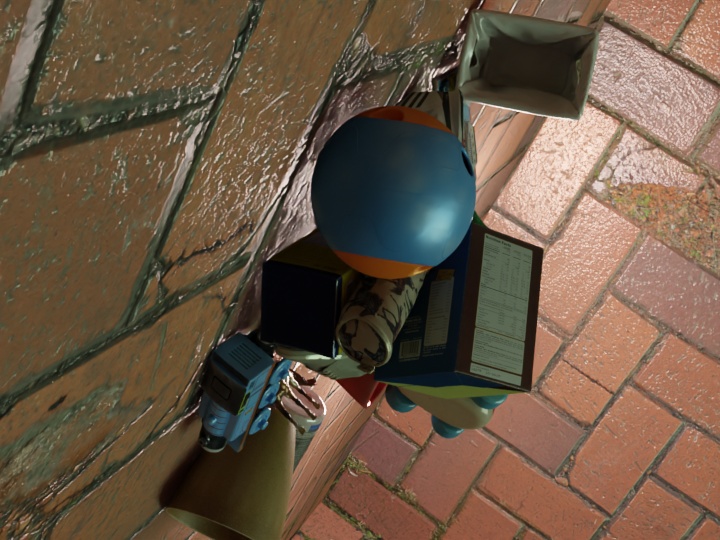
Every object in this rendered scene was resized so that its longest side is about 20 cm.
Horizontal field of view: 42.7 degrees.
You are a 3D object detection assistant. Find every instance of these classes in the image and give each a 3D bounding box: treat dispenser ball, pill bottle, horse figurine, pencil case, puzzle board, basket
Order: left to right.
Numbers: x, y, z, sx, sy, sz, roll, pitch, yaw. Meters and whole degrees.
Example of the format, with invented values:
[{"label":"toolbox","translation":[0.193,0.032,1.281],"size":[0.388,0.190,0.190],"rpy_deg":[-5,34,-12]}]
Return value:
[{"label":"pill bottle","translation":[-0.151,0.304,1.637],"size":[0.202,0.113,0.114],"rpy_deg":[-61,169,19]},{"label":"horse figurine","translation":[-0.120,0.187,1.471],"size":[0.050,0.133,0.200],"rpy_deg":[-44,-179,6]},{"label":"pencil case","translation":[0.035,0.035,1.176],"size":[0.201,0.077,0.091],"rpy_deg":[-59,139,-45]},{"label":"treat dispenser ball","translation":[0.039,-0.093,1.098],"size":[0.202,0.199,0.201],"rpy_deg":[-54,169,-15]},{"label":"puzzle board","translation":[0.157,-0.222,1.489],"size":[0.151,0.017,0.204],"rpy_deg":[-41,128,-57]},{"label":"basket","translation":[0.253,-0.313,1.419],"size":[0.123,0.196,0.138],"rpy_deg":[-44,145,-79]}]

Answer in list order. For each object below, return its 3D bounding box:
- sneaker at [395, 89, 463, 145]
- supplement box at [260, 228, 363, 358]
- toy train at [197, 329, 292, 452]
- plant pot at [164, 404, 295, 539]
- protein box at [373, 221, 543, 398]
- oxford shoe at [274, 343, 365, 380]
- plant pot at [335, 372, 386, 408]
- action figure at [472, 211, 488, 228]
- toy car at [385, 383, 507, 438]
[{"label":"sneaker","translation":[0.087,-0.162,1.292],"size":[0.076,0.113,0.204],"rpy_deg":[89,2,-65]},{"label":"supplement box","translation":[-0.041,0.021,1.232],"size":[0.200,0.107,0.112],"rpy_deg":[-38,135,-61]},{"label":"toy train","translation":[-0.166,0.166,1.249],"size":[0.114,0.086,0.202],"rpy_deg":[-32,154,-49]},{"label":"plant pot","translation":[-0.178,0.314,1.433],"size":[0.187,0.183,0.203],"rpy_deg":[100,11,-65]},{"label":"protein box","translation":[0.135,0.063,1.291],"size":[0.197,0.133,0.204],"rpy_deg":[-16,-119,57]},{"label":"oxford shoe","translation":[-0.044,0.120,1.255],"size":[0.199,0.074,0.059],"rpy_deg":[8,103,-56]},{"label":"plant pot","translation":[-0.007,0.094,1.510],"size":[0.202,0.176,0.201],"rpy_deg":[-55,170,-14]},{"label":"action figure","translation":[0.114,-0.138,1.403],"size":[0.117,0.203,0.054],"rpy_deg":[-17,174,-41]},{"label":"toy car","translation":[0.161,0.141,1.528],"size":[0.202,0.175,0.185],"rpy_deg":[-65,-173,-33]}]
